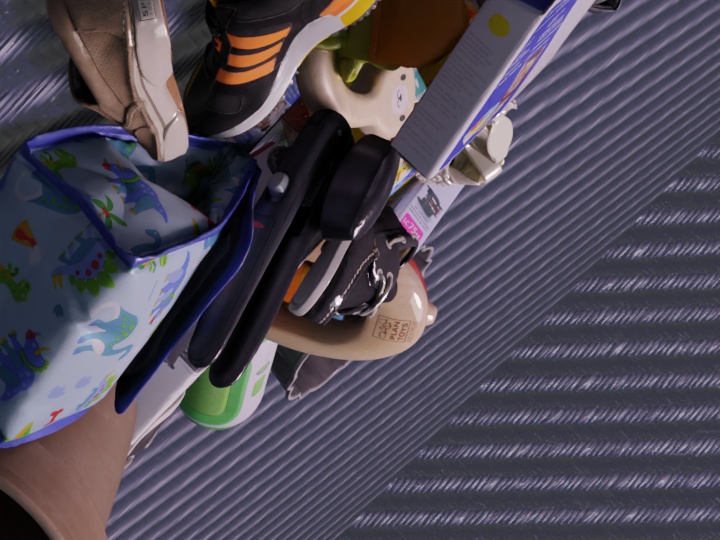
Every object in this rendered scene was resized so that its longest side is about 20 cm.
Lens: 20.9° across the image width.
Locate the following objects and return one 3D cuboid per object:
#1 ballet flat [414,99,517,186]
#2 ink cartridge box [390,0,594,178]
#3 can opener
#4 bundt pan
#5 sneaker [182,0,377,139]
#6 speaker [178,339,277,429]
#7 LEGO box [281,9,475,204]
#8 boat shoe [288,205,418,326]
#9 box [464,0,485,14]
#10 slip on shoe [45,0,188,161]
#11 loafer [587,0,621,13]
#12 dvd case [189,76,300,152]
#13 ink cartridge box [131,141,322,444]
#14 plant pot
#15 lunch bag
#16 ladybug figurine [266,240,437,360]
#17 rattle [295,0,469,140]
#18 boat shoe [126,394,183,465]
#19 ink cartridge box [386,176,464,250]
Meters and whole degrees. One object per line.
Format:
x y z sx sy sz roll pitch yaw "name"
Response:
0.082 -0.100 1.491 0.072 0.072 0.200 -43 168 -14 "ballet flat"
0.119 -0.173 1.238 0.198 0.047 0.200 -44 171 -46 "ink cartridge box"
-0.053 -0.018 1.248 0.201 0.078 0.063 -56 130 -21 "can opener"
-0.025 0.026 1.863 0.202 0.076 0.202 -45 168 -12 "bundt pan"
-0.070 -0.157 1.196 0.089 0.071 0.200 15 142 -35 "sneaker"
-0.114 0.064 1.658 0.088 0.088 0.200 -41 166 -25 "speaker"
0.035 -0.141 1.538 0.200 0.077 0.149 -45 167 -9 "LEGO box"
0.000 0.000 1.353 0.074 0.060 0.200 -49 -177 15 "boat shoe"
0.107 -0.277 1.269 0.200 0.112 0.101 -45 168 0 "box"
-0.134 -0.112 1.095 0.060 0.077 0.200 -13 168 -5 "slip on shoe"
0.199 -0.270 1.701 0.068 0.070 0.200 -48 168 4 "loafer"
-0.099 -0.098 1.358 0.200 0.018 0.143 -47 169 -2 "dvd case"
-0.115 0.014 1.412 0.200 0.083 0.145 -47 -179 18 "ink cartridge box"
-0.235 0.132 1.294 0.201 0.199 0.175 -57 -178 41 "plant pot"
-0.158 0.002 1.218 0.170 0.127 0.200 -50 169 25 "lunch bag"
-0.034 0.000 1.523 0.072 0.198 0.136 -67 176 -47 "ladybug figurine"
0.046 -0.137 1.319 0.200 0.142 0.131 55 38 -48 "rattle"
-0.215 0.133 1.556 0.061 0.074 0.200 -56 172 34 "boat shoe"
0.037 -0.070 1.647 0.119 0.042 0.201 -11 -142 50 "ink cartridge box"
